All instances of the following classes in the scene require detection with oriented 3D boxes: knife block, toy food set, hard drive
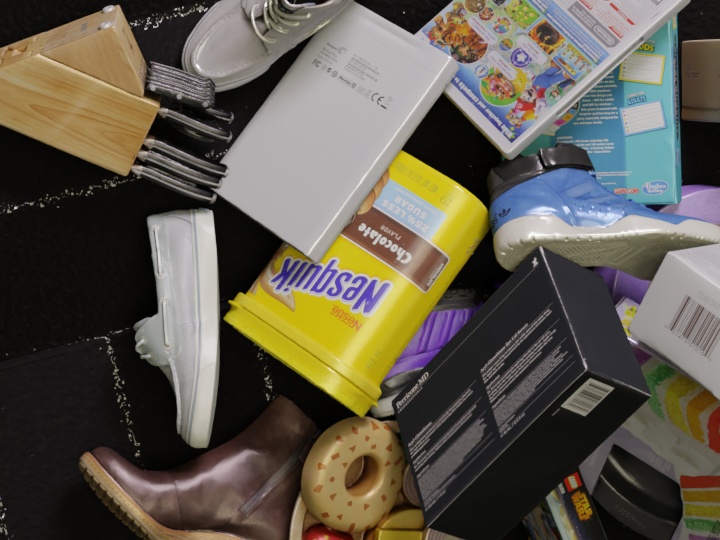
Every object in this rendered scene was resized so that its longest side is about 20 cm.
[{"bbox_3d":[-0.210,-0.117,1.577,0.200,0.064,0.176,-19,113,5],"label":"knife block"},{"bbox_3d":[0.029,0.222,1.646,0.198,0.049,0.201,5,92,-31],"label":"toy food set"},{"bbox_3d":[-0.025,-0.119,1.598,0.200,0.132,0.027,-54,146,-3],"label":"hard drive"}]

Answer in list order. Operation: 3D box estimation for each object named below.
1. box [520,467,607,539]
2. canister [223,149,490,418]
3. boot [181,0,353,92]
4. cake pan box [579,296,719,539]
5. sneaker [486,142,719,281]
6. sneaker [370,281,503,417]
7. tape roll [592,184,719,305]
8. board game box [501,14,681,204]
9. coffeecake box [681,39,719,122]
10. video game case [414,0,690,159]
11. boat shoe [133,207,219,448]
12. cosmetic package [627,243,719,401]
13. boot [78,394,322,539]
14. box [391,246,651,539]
[{"bbox_3d":[0.176,0.232,1.639,0.040,0.137,0.200,-26,111,-10],"label":"box"},{"bbox_3d":[0.000,0.000,1.601,0.148,0.087,0.200,32,84,32],"label":"canister"},{"bbox_3d":[-0.067,-0.219,1.575,0.200,0.096,0.074,-37,91,3],"label":"boot"},{"bbox_3d":[0.262,0.143,1.619,0.184,0.200,0.052,35,48,17],"label":"cake pan box"},{"bbox_3d":[0.201,-0.055,1.587,0.199,0.077,0.111,0,56,-11],"label":"sneaker"},{"bbox_3d":[0.076,0.037,1.653,0.200,0.070,0.100,-31,98,-8],"label":"sneaker"},{"bbox_3d":[0.307,0.025,1.702,0.200,0.066,0.201,-1,94,-12],"label":"tape roll"},{"bbox_3d":[0.196,-0.155,1.642,0.151,0.047,0.201,-1,95,15],"label":"board game box"},{"bbox_3d":[0.398,-0.164,1.658,0.199,0.154,0.073,-1,96,-12],"label":"coffeecake box"},{"bbox_3d":[0.152,-0.205,1.591,0.200,0.018,0.143,-41,64,-1],"label":"video game case"},{"bbox_3d":[-0.154,0.048,1.604,0.071,0.070,0.201,-1,81,-2],"label":"boat shoe"},{"bbox_3d":[0.322,0.036,1.558,0.200,0.113,0.081,-5,127,-50],"label":"cosmetic package"},{"bbox_3d":[-0.121,0.170,1.637,0.200,0.072,0.166,41,74,-11],"label":"boot"},{"bbox_3d":[0.124,0.103,1.541,0.079,0.141,0.200,22,124,-33],"label":"box"}]
